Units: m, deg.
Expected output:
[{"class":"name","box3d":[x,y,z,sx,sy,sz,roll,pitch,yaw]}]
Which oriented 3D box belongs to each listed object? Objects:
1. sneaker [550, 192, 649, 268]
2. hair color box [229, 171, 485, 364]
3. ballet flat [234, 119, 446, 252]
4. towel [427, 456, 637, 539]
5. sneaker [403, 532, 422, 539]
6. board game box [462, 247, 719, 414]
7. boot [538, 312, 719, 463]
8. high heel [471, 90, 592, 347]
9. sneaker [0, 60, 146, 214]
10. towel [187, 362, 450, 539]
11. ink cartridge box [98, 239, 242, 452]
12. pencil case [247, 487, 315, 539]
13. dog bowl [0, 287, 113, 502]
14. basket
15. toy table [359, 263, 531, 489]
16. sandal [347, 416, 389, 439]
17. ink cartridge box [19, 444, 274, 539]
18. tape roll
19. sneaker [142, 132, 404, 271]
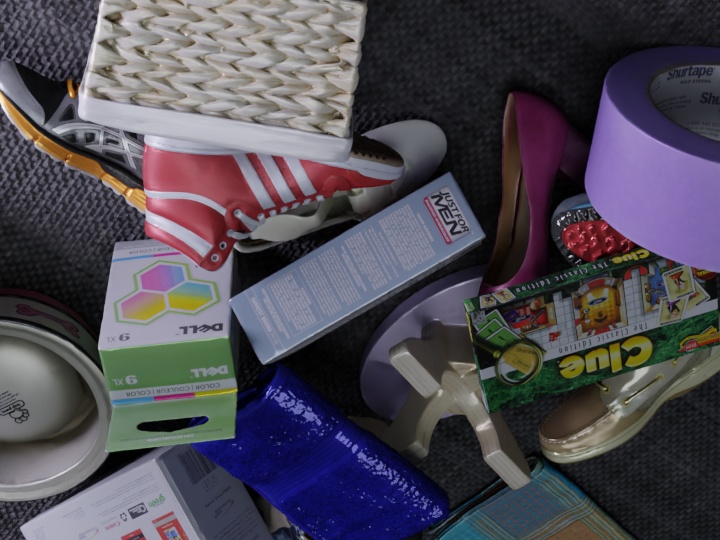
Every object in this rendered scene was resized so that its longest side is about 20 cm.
[{"class":"sneaker","box3d":[0.235,-0.047,1.079,0.197,0.096,0.080,-4,127,-18]},{"class":"hair color box","box3d":[0.000,0.000,1.071,0.198,0.099,0.061,-29,87,2]},{"class":"ballet flat","box3d":[-0.021,-0.059,1.081,0.198,0.070,0.070,-19,123,9]},{"class":"towel","box3d":[0.184,0.277,1.339,0.146,0.022,0.200,-38,117,21]},{"class":"sneaker","box3d":[-0.008,0.273,1.256,0.114,0.077,0.200,13,159,0]},{"class":"board game box","box3d":[0.183,0.041,1.048,0.197,0.024,0.106,-17,127,-2]},{"class":"boot","box3d":[0.216,0.060,1.152,0.199,0.072,0.156,-33,120,-4]},{"class":"high heel","box3d":[0.113,-0.039,1.065,0.096,0.067,0.202,29,80,-28]},{"class":"sneaker","box3d":[-0.194,-0.111,1.040,0.199,0.078,0.078,31,104,-25]},{"class":"towel","box3d":[-0.038,0.169,1.122,0.199,0.050,0.147,38,139,-17]},{"class":"ink cartridge box","box3d":[-0.149,0.051,1.065,0.102,0.201,0.060,-5,125,0]},{"class":"pencil case","box3d":[-0.108,0.261,1.262,0.199,0.090,0.077,-35,151,30]},{"class":"dog bowl","box3d":[-0.306,0.103,1.169,0.197,0.074,0.202,-2,123,-3]},{"class":"basket","box3d":[-0.094,-0.172,0.965,0.197,0.136,0.125,9,119,-9]},{"class":"toy table","box3d":[0.086,0.092,1.156,0.183,0.118,0.200,35,117,-22]},{"class":"sandal","box3d":[-0.080,0.145,1.207,0.209,0.078,0.070,-8,126,10]},{"class":"ink cartridge box","box3d":[-0.181,0.259,1.201,0.199,0.084,0.177,-28,92,34]},{"class":"tape roll","box3d":[0.271,-0.086,0.996,0.197,0.201,0.086,3,123,-5]},{"class":"sneaker","box3d":[-0.069,-0.054,1.022,0.197,0.071,0.114,6,107,-10]}]
